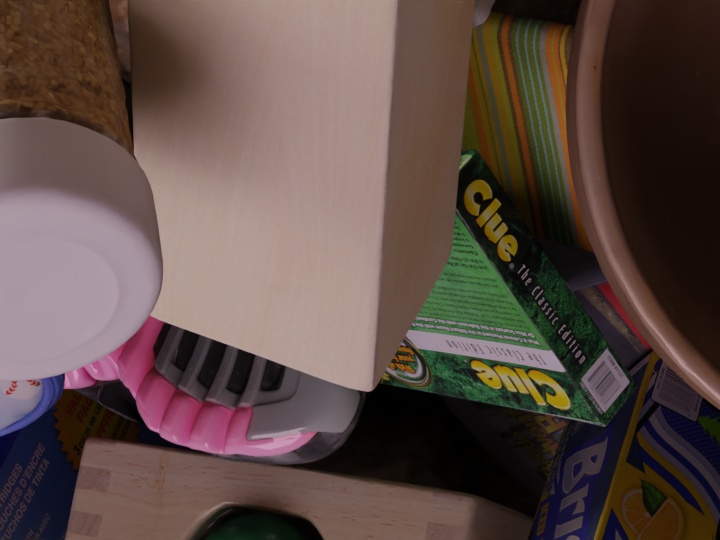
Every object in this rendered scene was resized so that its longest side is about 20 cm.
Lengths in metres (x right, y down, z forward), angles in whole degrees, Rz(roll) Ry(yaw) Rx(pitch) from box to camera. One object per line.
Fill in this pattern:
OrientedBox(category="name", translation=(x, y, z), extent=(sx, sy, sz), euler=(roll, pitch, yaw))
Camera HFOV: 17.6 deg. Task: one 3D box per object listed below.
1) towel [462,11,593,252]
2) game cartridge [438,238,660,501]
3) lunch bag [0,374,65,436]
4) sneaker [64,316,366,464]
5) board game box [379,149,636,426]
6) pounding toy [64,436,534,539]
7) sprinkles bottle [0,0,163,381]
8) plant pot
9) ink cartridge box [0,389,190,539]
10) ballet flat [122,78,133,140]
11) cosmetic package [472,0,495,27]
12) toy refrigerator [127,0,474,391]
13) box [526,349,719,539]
OrientedBox(category="towel", translation=(0.021, -0.057, 0.771), extent=(0.199, 0.018, 0.086), euler=(16, 136, 32))
OrientedBox(category="game cartridge", translation=(0.092, 0.032, 0.853), extent=(0.133, 0.041, 0.200), euler=(-15, 126, 41))
OrientedBox(category="lunch bag", translation=(-0.201, 0.003, 0.789), extent=(0.199, 0.076, 0.160), euler=(-18, 133, 33))
OrientedBox(category="sneaker", translation=(-0.053, 0.035, 0.858), extent=(0.095, 0.079, 0.200), euler=(36, 167, -37))
OrientedBox(category="board game box", translation=(0.000, 0.000, 0.808), extent=(0.200, 0.023, 0.105), euler=(7, 137, 54))
OrientedBox(category="pounding toy", translation=(-0.036, 0.147, 0.867), extent=(0.183, 0.143, 0.200), euler=(6, 170, 23))
OrientedBox(category="sprinkles bottle", translation=(-0.098, -0.067, 0.612), extent=(0.068, 0.201, 0.068), euler=(-8, 140, -7))
OrientedBox(category="plant pot", translation=(0.154, -0.045, 0.667), extent=(0.200, 0.202, 0.093), euler=(26, -179, -3))
OrientedBox(category="ink cartridge box", translation=(-0.142, 0.095, 0.949), extent=(0.076, 0.137, 0.200), euler=(-13, 128, 33))
OrientedBox(category="ballet flat", translation=(-0.163, -0.065, 0.799), extent=(0.199, 0.068, 0.068), euler=(10, 168, -18))
OrientedBox(category="cosmetic package", translation=(-0.032, -0.165, 0.649), extent=(0.087, 0.104, 0.200), euler=(-12, 127, 33))
OrientedBox(category="toy refrigerator", translation=(-0.013, -0.067, 0.618), extent=(0.076, 0.070, 0.201), euler=(18, 138, 15))
OrientedBox(category="box", translation=(0.085, 0.125, 0.775), extent=(0.064, 0.200, 0.070), euler=(32, 138, -8))
